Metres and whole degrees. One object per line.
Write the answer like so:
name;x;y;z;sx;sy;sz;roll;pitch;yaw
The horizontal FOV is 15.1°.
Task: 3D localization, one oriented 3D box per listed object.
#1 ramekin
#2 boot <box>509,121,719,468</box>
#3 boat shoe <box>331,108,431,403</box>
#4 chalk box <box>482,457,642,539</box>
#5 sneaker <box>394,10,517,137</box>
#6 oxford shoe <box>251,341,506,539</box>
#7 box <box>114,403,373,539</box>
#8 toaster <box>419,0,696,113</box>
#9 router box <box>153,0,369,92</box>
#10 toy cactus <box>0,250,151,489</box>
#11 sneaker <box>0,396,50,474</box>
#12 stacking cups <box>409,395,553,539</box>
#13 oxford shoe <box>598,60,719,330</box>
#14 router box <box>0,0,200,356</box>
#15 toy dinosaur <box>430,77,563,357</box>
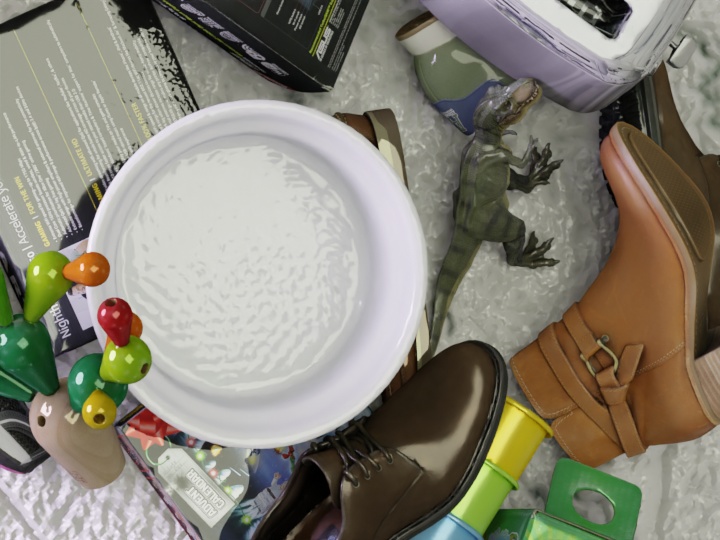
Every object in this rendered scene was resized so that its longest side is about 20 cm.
ramekin;-0.066;-0.001;1.605;0.199;0.098;0.202;-1;94;-10
boot;0.160;0.021;1.713;0.155;0.077;0.201;-27;101;27
boat shoe;0.000;0.000;1.704;0.068;0.072;0.201;-8;78;-11
chalk box;0.124;0.220;1.686;0.124;0.124;0.201;21;81;-13
sneaker;0.125;-0.156;1.751;0.199;0.067;0.090;-27;99;-14
oxford shoe;0.011;0.118;1.613;0.200;0.073;0.084;-50;143;-3
box;-0.043;0.137;1.691;0.137;0.040;0.200;-38;96;-14
toaster;0.113;-0.185;1.648;0.200;0.129;0.114;36;81;-8
router box;-0.047;-0.231;1.674;0.150;0.062;0.201;33;75;-45
toy cactus;-0.183;0.064;1.532;0.165;0.199;0.103;61;40;-35
sneaker;-0.242;0.030;1.628;0.086;0.080;0.200;-41;97;-16
stacking cups;0.043;0.167;1.660;0.060;0.060;0.201;35;78;-10
oxford shoe;0.209;-0.057;1.762;0.084;0.073;0.201;-19;102;-19
router box;-0.166;-0.066;1.669;0.149;0.051;0.201;-25;92;-14
toy dinosaur;0.088;-0.037;1.726;0.088;0.047;0.201;-6;119;-41
